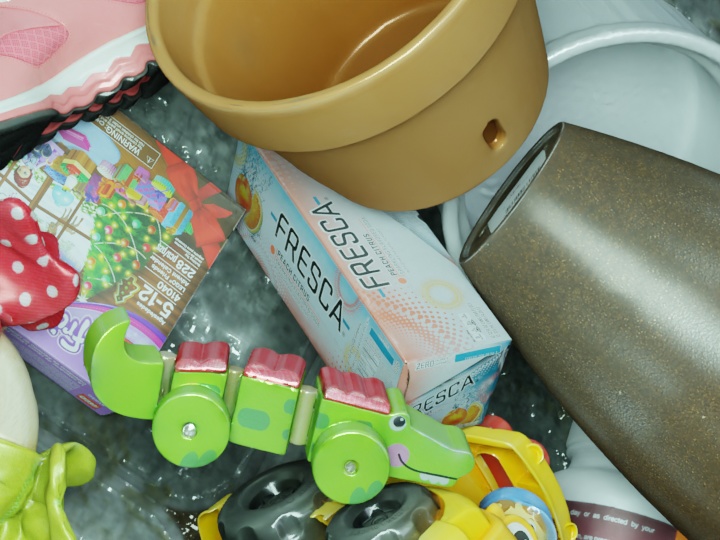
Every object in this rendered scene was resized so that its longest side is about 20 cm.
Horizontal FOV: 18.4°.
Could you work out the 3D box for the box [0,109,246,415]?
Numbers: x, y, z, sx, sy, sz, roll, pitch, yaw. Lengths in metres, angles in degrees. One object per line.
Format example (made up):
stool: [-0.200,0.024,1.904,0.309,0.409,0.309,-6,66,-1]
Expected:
box: [-0.175,-0.036,1.185,0.200,0.039,0.137,37,66,-17]

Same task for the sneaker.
sneaker: [-0.178,-0.109,1.147,0.200,0.074,0.087,-29,83,-36]

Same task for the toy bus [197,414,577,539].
toy bus: [0.045,0.142,1.179,0.192,0.200,0.136,-37,112,-34]

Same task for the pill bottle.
pill bottle: [0.140,0.185,1.268,0.113,0.113,0.201,23,71,-22]

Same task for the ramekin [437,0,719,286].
ramekin: [0.131,-0.068,1.271,0.199,0.098,0.201,-7,123,-11]

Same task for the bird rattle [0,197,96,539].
bird rattle: [-0.206,0.066,1.088,0.162,0.113,0.201,-15,107,-16]

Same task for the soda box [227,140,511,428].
soda box: [0.000,0.000,1.195,0.068,0.064,0.200,-10,47,-29]

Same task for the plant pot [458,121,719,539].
plant pot: [0.158,0.017,1.171,0.200,0.187,0.187,36,66,-6]

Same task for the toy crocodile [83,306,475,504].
toy crocodile: [-0.040,0.066,1.087,0.199,0.068,0.062,13,105,-5]

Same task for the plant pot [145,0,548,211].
plant pot: [0.008,-0.124,1.141,0.140,0.199,0.201,51,57,-48]
